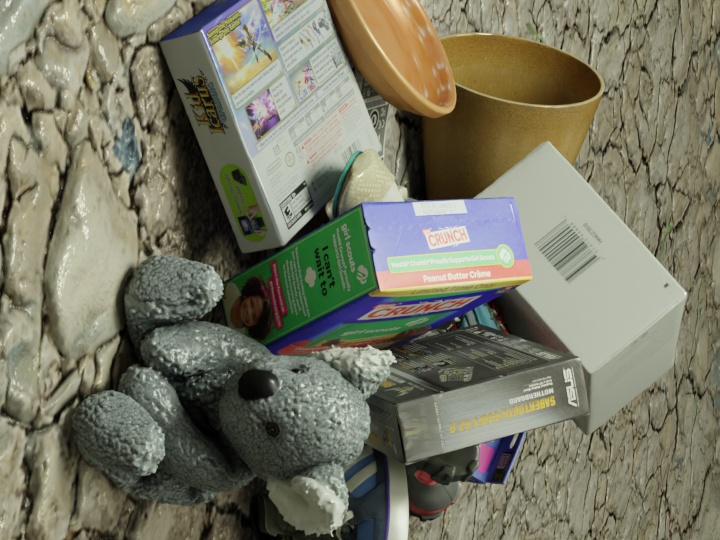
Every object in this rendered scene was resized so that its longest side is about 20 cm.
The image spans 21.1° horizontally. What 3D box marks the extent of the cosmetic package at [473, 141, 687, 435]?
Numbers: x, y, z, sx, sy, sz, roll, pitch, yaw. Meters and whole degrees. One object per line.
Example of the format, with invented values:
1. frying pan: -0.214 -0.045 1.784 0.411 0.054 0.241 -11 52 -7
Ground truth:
1. cosmetic package: 0.195 0.021 1.823 0.123 0.200 0.200 -38 160 -7

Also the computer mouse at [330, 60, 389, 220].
1. computer mouse: -0.008 -0.108 1.766 0.109 0.043 0.202 -20 119 -60

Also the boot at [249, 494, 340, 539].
1. boot: -0.012 0.269 1.667 0.130 0.201 0.068 -20 161 -29

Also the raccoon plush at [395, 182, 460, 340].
1. raccoon plush: 0.000 0.000 1.725 0.135 0.198 0.097 65 -30 27

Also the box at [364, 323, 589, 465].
1. box: 0.068 0.095 1.531 0.157 0.200 0.049 -14 100 -19

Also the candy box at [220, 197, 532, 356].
1. candy box: 0.011 0.010 1.542 0.168 0.199 0.078 -3 72 -40

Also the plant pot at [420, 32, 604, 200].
1. plant pot: 0.138 -0.114 1.960 0.186 0.185 0.202 -43 147 -57

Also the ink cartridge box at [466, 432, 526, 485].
1. ink cartridge box: 0.101 0.144 1.879 0.042 0.199 0.120 30 76 -23

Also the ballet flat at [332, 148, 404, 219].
1. ballet flat: 0.012 -0.047 1.605 0.068 0.062 0.200 -63 175 -14

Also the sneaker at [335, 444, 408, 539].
1. sneaker: -0.038 0.173 1.633 0.081 0.145 0.202 109 -19 -63

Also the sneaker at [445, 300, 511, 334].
1. sneaker: 0.090 0.069 1.767 0.080 0.095 0.201 57 6 -42

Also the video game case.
1. video game case: -0.068 -0.139 1.558 0.200 0.045 0.183 -47 122 -54

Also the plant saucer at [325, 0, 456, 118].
1. plant saucer: 0.016 -0.219 1.701 0.200 0.037 0.201 49 23 -29

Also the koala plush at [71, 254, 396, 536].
1. koala plush: -0.078 0.107 1.446 0.184 0.198 0.179 61 40 -52

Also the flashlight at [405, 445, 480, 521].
1. flashlight: 0.066 0.171 1.662 0.200 0.067 0.069 119 -34 -74

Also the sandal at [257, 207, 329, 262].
1. sandal: -0.054 -0.025 1.651 0.080 0.057 0.204 1 93 -67
